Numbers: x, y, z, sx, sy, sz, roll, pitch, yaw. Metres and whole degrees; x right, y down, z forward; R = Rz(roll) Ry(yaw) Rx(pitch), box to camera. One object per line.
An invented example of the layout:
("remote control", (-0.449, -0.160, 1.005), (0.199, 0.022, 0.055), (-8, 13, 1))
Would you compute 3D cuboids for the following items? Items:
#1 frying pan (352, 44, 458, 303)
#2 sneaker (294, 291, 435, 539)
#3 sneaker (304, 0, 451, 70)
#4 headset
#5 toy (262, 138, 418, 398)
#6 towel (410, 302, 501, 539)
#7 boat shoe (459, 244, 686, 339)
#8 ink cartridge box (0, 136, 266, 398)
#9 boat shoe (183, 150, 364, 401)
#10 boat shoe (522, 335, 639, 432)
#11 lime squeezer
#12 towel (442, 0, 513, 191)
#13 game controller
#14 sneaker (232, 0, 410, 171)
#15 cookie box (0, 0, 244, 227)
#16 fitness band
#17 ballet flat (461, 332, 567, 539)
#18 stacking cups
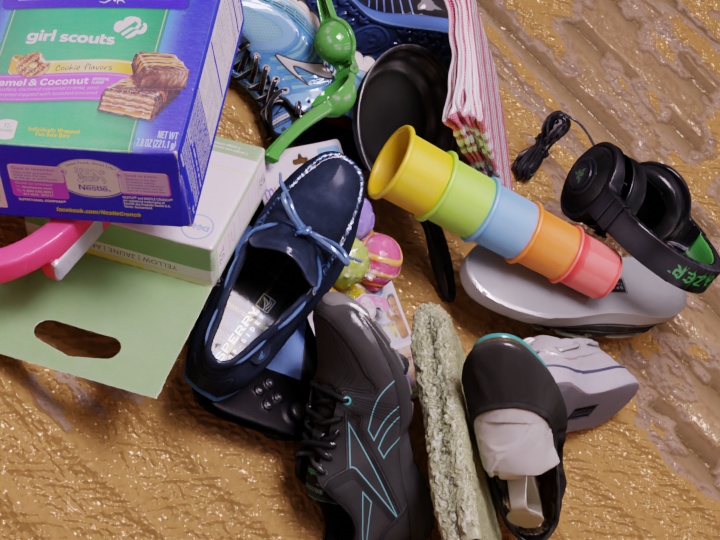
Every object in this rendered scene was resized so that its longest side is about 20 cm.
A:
("frying pan", (0.049, -0.083, 1.770), (0.115, 0.031, 0.191), (-51, 126, -33))
("sneaker", (-0.005, 0.113, 1.593), (0.079, 0.075, 0.201), (-24, 112, -23))
("sneaker", (-0.002, -0.216, 1.836), (0.199, 0.070, 0.078), (15, 48, -30))
("headset", (0.196, -0.048, 1.808), (0.123, 0.094, 0.200), (16, 31, -49))
("toy", (0.000, 0.000, 1.679), (0.115, 0.047, 0.201), (-16, 87, -57))
("towel", (0.068, 0.135, 1.639), (0.036, 0.149, 0.201), (-11, 64, 7))
("boat shoe", (0.156, 0.023, 1.796), (0.199, 0.064, 0.071), (9, 58, -28))
("ink cartridge box", (-0.165, -0.018, 1.584), (0.145, 0.048, 0.200), (15, 49, 13))
("boat shoe", (-0.048, 0.002, 1.592), (0.084, 0.069, 0.201), (26, 68, -3))
("boat shoe", (0.134, 0.083, 1.729), (0.065, 0.074, 0.200), (51, 21, 22))
("lime squeezer", (-0.034, -0.156, 1.709), (0.070, 0.038, 0.201), (16, 64, -20))
("towel", (0.088, -0.127, 1.784), (0.030, 0.200, 0.147), (-9, 61, 9))
("game controller", (-0.069, 0.024, 1.659), (0.104, 0.042, 0.201), (27, 51, -32))
("sneaker", (-0.055, -0.144, 1.750), (0.199, 0.078, 0.090), (30, 55, -14))
("cookie box", (-0.179, -0.130, 1.552), (0.170, 0.075, 0.201), (4, 49, 7))
("fitness band", (-0.233, -0.064, 1.568), (0.143, 0.038, 0.200), (23, 53, 18))
("ballet flat", (0.113, 0.125, 1.613), (0.068, 0.200, 0.069), (-6, 52, 12))
("stacking cups", (0.101, -0.034, 1.723), (0.199, 0.060, 0.061), (29, 51, -21))
